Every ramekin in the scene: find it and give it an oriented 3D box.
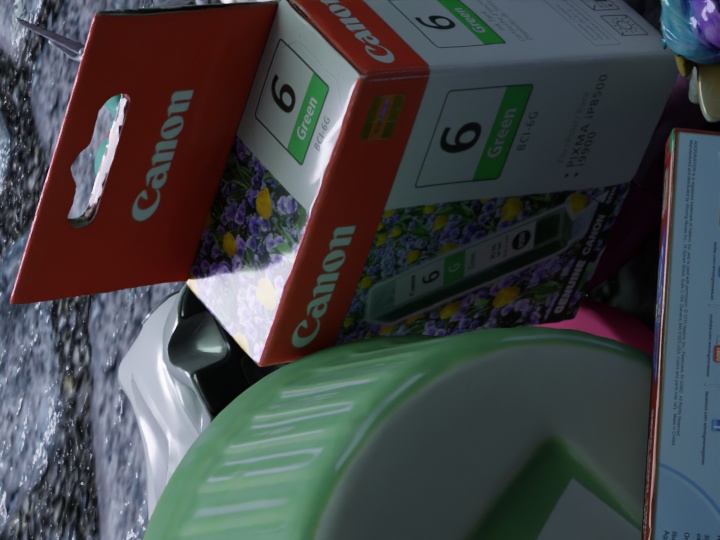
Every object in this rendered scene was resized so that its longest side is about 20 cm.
[{"bbox_3d":[0.040,0.111,0.783,0.098,0.199,0.201,-23,59,62],"label":"ramekin"}]

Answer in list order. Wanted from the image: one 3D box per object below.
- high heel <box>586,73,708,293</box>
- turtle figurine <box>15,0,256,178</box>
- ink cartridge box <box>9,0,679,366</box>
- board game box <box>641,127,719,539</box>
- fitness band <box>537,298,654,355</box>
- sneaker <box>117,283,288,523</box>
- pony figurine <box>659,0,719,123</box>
[{"bbox_3d":[0.054,-0.070,0.978,0.096,0.067,0.200,-55,46,11],"label":"high heel"},{"bbox_3d":[-0.048,-0.070,1.033,0.149,0.200,0.101,-14,94,49],"label":"turtle figurine"},{"bbox_3d":[-0.001,-0.029,0.826,0.050,0.199,0.109,46,129,37],"label":"ink cartridge box"},{"bbox_3d":[0.131,0.062,0.750,0.019,0.102,0.201,91,-175,-76],"label":"board game box"},{"bbox_3d":[0.053,0.106,0.943,0.144,0.037,0.201,37,110,60],"label":"fitness band"},{"bbox_3d":[-0.027,0.101,0.932,0.088,0.074,0.201,-34,75,52],"label":"sneaker"},{"bbox_3d":[0.140,-0.165,0.796,0.193,0.166,0.201,123,159,-59],"label":"pony figurine"}]
